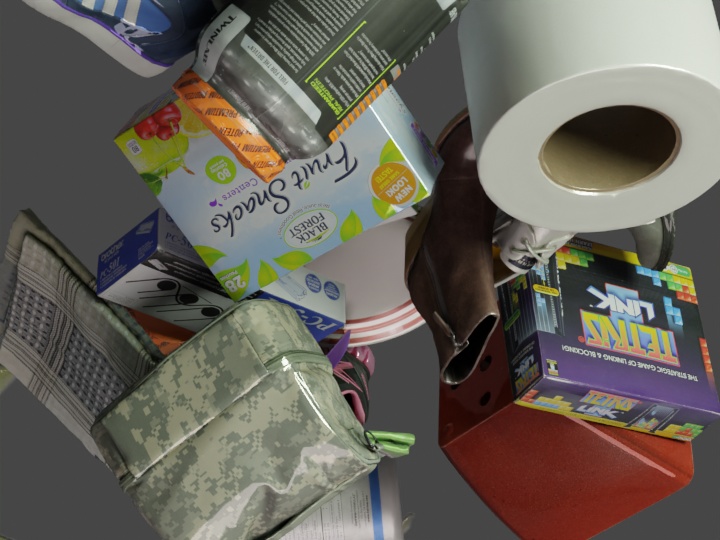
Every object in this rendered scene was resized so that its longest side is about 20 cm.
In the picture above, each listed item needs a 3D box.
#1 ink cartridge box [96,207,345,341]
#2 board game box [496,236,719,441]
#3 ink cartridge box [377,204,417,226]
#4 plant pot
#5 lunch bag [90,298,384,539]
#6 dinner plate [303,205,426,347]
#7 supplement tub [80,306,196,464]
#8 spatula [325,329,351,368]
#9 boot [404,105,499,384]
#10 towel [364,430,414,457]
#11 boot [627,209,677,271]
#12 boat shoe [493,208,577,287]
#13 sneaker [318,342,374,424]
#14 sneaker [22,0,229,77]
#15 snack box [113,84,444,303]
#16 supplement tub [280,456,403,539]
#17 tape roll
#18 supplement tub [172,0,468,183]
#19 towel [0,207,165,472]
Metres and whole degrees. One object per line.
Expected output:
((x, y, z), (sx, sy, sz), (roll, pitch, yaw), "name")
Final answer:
((-0.118, 0.016, 1.539), (0.199, 0.044, 0.094), (23, 140, -35), "ink cartridge box")
((0.225, 0.057, 1.644), (0.199, 0.166, 0.057), (13, 141, -26), "board game box")
((-0.062, -0.068, 1.512), (0.199, 0.060, 0.104), (-18, 144, 21), "ink cartridge box")
((0.182, 0.127, 1.729), (0.176, 0.201, 0.200), (30, 133, -28), "plant pot")
((-0.100, 0.145, 1.476), (0.200, 0.168, 0.139), (-37, 164, 9), "lunch bag")
((0.000, 0.000, 1.637), (0.199, 0.024, 0.201), (-8, 138, -7), "dinner plate")
((-0.195, 0.092, 1.670), (0.122, 0.123, 0.200), (6, 144, -17), "supplement tub")
((-0.084, 0.123, 1.652), (0.199, 0.021, 0.057), (-33, 160, -17), "spatula")
((0.098, -0.025, 1.492), (0.072, 0.167, 0.201), (7, 134, -23), "boot")
((-0.038, 0.170, 1.750), (0.148, 0.031, 0.200), (5, 172, -11), "towel")
((0.211, -0.073, 1.561), (0.130, 0.068, 0.200), (2, 147, 10), "boot")
((0.147, -0.030, 1.537), (0.071, 0.070, 0.200), (28, 151, -21), "boat shoe")
((-0.057, 0.094, 1.720), (0.079, 0.096, 0.199), (-28, 139, 34), "sneaker")
((-0.158, -0.232, 1.257), (0.146, 0.081, 0.200), (-35, 133, 22), "sneaker")
((-0.063, -0.093, 1.401), (0.199, 0.068, 0.169), (-27, 108, 27), "snack box")
((-0.056, 0.251, 1.916), (0.198, 0.133, 0.132), (-6, 146, 0), "supplement tub")
((0.180, -0.143, 1.370), (0.201, 0.140, 0.203), (-4, 146, -3), "tape roll")
((-0.030, -0.165, 1.252), (0.200, 0.122, 0.123), (-45, 140, -3), "supplement tub")
((-0.259, 0.067, 1.591), (0.034, 0.200, 0.193), (-34, 162, -35), "towel")
